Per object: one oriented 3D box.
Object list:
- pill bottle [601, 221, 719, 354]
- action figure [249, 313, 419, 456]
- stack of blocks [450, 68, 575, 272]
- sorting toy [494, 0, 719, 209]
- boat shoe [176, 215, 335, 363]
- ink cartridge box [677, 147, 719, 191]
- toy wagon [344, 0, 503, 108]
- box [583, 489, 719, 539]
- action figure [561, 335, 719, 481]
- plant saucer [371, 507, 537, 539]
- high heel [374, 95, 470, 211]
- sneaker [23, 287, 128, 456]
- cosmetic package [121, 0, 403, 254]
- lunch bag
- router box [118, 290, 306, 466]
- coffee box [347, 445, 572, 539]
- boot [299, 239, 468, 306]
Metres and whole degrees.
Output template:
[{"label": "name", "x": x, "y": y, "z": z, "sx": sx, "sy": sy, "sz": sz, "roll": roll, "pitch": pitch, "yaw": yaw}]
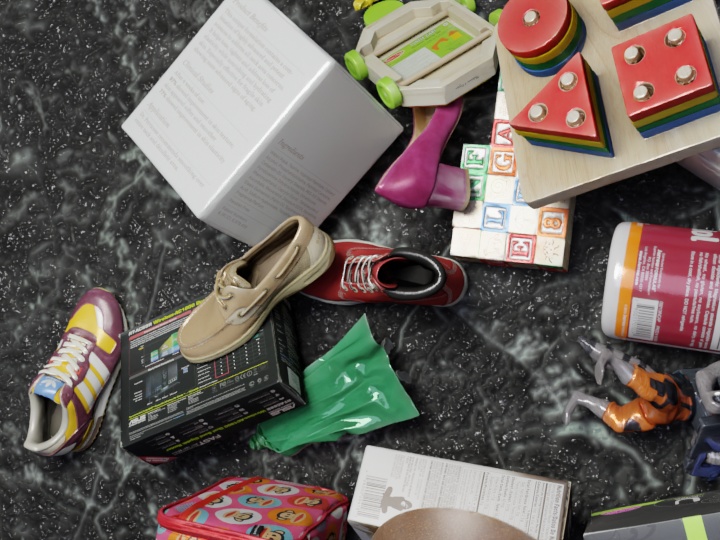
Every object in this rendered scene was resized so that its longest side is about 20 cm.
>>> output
[{"label": "pill bottle", "x": 0.331, "y": 0.021, "z": 0.840, "sx": 0.199, "sy": 0.113, "sz": 0.114, "roll": 8, "pitch": 87, "yaw": 18}, {"label": "action figure", "x": -0.043, "y": 0.144, "z": 0.979, "sx": 0.199, "sy": 0.055, "sz": 0.119, "roll": -31, "pitch": 78, "yaw": 20}, {"label": "stack of blocks", "x": 0.165, "y": -0.105, "z": 0.934, "sx": 0.115, "sy": 0.059, "sz": 0.201, "roll": 7, "pitch": 87, "yaw": 19}, {"label": "sorting toy", "x": 0.211, "y": -0.184, "z": 0.798, "sx": 0.198, "sy": 0.070, "sz": 0.201, "roll": -19, "pitch": 64, "yaw": 29}, {"label": "boat shoe", "x": -0.120, "y": 0.016, "z": 0.931, "sx": 0.200, "sy": 0.064, "sz": 0.071, "roll": -40, "pitch": 48, "yaw": 9}, {"label": "ink cartridge box", "x": 0.387, "y": -0.163, "z": 0.823, "sx": 0.145, "sy": 0.145, "sz": 0.200, "roll": 38, "pitch": 97, "yaw": 18}, {"label": "toy wagon", "x": 0.060, "y": -0.245, "z": 0.965, "sx": 0.155, "sy": 0.040, "sz": 0.200, "roll": -32, "pitch": 46, "yaw": -11}, {"label": "box", "x": 0.297, "y": 0.313, "z": 0.816, "sx": 0.148, "sy": 0.124, "sz": 0.201, "roll": -15, "pitch": 81, "yaw": 15}, {"label": "action figure", "x": 0.301, "y": 0.100, "z": 0.827, "sx": 0.192, "sy": 0.201, "sz": 0.105, "roll": 7, "pitch": 47, "yaw": -2}, {"label": "plant saucer", "x": 0.098, "y": 0.298, "z": 0.831, "sx": 0.199, "sy": 0.035, "sz": 0.201, "roll": 11, "pitch": 128, "yaw": 14}, {"label": "high heel", "x": 0.053, "y": -0.147, "z": 0.931, "sx": 0.095, "sy": 0.067, "sz": 0.201, "roll": 9, "pitch": 61, "yaw": -20}, {"label": "sneaker", "x": -0.332, "y": 0.117, "z": 1.054, "sx": 0.075, "sy": 0.090, "sz": 0.201, "roll": 11, "pitch": 88, "yaw": 18}, {"label": "cosmetic package", "x": -0.100, "y": -0.150, "z": 0.950, "sx": 0.200, "sy": 0.166, "sz": 0.167, "roll": -47, "pitch": 59, "yaw": 8}, {"label": "lunch bag", "x": -0.116, "y": 0.265, "z": 0.914, "sx": 0.175, "sy": 0.200, "sz": 0.082, "roll": 6, "pitch": 91, "yaw": 18}, {"label": "router box", "x": -0.165, "y": 0.105, "z": 0.986, "sx": 0.199, "sy": 0.062, "sz": 0.150, "roll": -23, "pitch": 51, "yaw": 14}, {"label": "coffee box", "x": 0.101, "y": 0.242, "z": 0.883, "sx": 0.199, "sy": 0.115, "sz": 0.080, "roll": 7, "pitch": 62, "yaw": 18}, {"label": "boot", "x": 0.000, "y": 0.000, "z": 0.932, "sx": 0.199, "sy": 0.144, "sz": 0.073, "roll": 4, "pitch": 87, "yaw": 19}]
